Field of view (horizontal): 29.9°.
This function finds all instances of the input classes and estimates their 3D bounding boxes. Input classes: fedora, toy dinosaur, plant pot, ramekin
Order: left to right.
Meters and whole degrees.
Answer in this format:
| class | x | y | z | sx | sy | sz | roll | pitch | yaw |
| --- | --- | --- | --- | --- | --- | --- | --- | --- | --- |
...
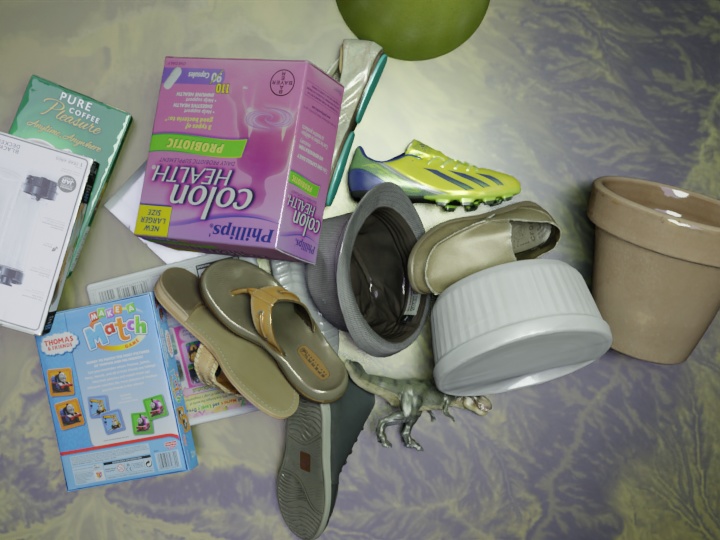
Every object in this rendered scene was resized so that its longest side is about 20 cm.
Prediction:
| class | x | y | z | sx | sy | sz | roll | pitch | yaw |
| --- | --- | --- | --- | --- | --- | --- | --- | --- | --- |
| fedora | 0.000 | 0.000 | 1.489 | 0.200 | 0.090 | 0.177 | 57 | 48 | -39 |
| toy dinosaur | 0.053 | 0.157 | 1.526 | 0.200 | 0.047 | 0.088 | 14 | 92 | -31 |
| plant pot | 0.068 | -0.339 | 1.470 | 0.187 | 0.200 | 0.187 | 0 | 89 | -4 |
| ramekin | 0.168 | 0.062 | 1.482 | 0.202 | 0.202 | 0.094 | -12 | 68 | -4 |
| plant pot | 0.333 | 0.005 | 1.507 | 0.200 | 0.200 | 0.175 | 14 | 106 | -4 |

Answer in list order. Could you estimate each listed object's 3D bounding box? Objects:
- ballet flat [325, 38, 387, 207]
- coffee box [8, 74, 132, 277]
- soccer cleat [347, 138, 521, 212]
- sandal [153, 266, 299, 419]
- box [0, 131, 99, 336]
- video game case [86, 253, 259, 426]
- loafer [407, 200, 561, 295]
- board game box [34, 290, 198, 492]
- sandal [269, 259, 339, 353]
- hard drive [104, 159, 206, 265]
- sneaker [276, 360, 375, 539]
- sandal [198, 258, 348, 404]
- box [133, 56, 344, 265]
| class | x | y | z | sx | sy | sz | roll | pitch | yaw |
| --- | --- | --- | --- | --- | --- | --- | --- | --- | --- |
| ballet flat | -0.029 | -0.169 | 1.533 | 0.062 | 0.067 | 0.200 | 20 | 82 | 6 |
| coffee box | -0.346 | -0.105 | 1.514 | 0.123 | 0.044 | 0.200 | 20 | 89 | -4 |
| soccer cleat | 0.085 | -0.110 | 1.538 | 0.200 | 0.065 | 0.084 | 0 | 83 | -5 |
| sandal | -0.153 | 0.093 | 1.469 | 0.212 | 0.078 | 0.070 | 47 | 131 | 11 |
| box | -0.368 | -0.040 | 1.460 | 0.116 | 0.060 | 0.200 | 15 | 89 | -4 |
| video game case | -0.193 | 0.081 | 1.510 | 0.200 | 0.024 | 0.182 | -14 | 91 | 11 |
| loafer | 0.141 | -0.027 | 1.506 | 0.200 | 0.067 | 0.076 | -26 | 111 | -25 |
| board game box | -0.274 | 0.134 | 1.499 | 0.151 | 0.037 | 0.200 | -11 | 92 | 15 |
| sandal | -0.068 | 0.049 | 1.534 | 0.082 | 0.050 | 0.203 | -2 | 97 | -20 |
| hard drive | -0.174 | -0.102 | 1.537 | 0.132 | 0.026 | 0.200 | 43 | 87 | -3 |
| sneaker | -0.031 | 0.205 | 1.524 | 0.075 | 0.106 | 0.200 | 22 | 118 | 32 |
| sandal | -0.085 | 0.057 | 1.441 | 0.200 | 0.054 | 0.080 | 46 | 60 | 7 |
| box | -0.129 | -0.118 | 1.438 | 0.176 | 0.097 | 0.200 | 6 | 84 | 25 |
